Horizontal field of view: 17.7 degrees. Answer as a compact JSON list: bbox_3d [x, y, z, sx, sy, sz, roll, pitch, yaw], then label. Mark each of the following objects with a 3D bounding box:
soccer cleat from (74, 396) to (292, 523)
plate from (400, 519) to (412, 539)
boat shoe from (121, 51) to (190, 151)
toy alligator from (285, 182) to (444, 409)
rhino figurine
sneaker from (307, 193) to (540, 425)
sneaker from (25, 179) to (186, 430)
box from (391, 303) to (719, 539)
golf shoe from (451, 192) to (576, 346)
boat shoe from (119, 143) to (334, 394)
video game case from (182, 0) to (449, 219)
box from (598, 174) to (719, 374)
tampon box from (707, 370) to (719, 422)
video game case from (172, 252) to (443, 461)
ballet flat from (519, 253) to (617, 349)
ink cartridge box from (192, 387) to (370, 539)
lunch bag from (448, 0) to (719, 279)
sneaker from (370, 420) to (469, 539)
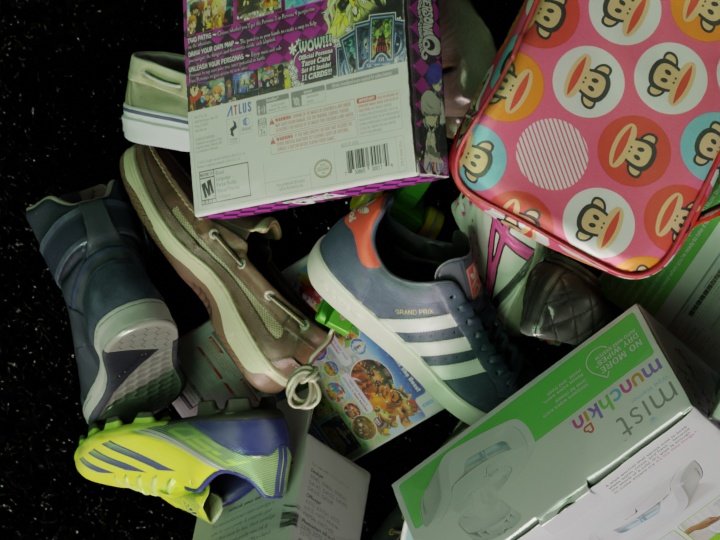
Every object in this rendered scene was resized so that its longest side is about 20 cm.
[{"bbox_3d":[-0.130,0.139,1.630,0.200,0.065,0.084,-13,81,40],"label":"soccer cleat"},{"bbox_3d":[0.120,0.184,1.582,0.200,0.026,0.201,-4,107,-14],"label":"plate"},{"bbox_3d":[-0.077,-0.111,1.563,0.200,0.072,0.062,6,110,24],"label":"boat shoe"},{"bbox_3d":[0.000,0.000,1.561,0.059,0.054,0.200,28,96,-11],"label":"toy alligator"},{"bbox_3d":[0.032,-0.181,1.483,0.087,0.060,0.200,-22,92,40],"label":"rhino figurine"},{"bbox_3d":[0.064,0.029,1.494,0.200,0.075,0.085,37,121,-10],"label":"sneaker"},{"bbox_3d":[-0.183,0.022,1.654,0.146,0.077,0.202,63,160,22],"label":"sneaker"},{"bbox_3d":[0.154,0.145,1.457,0.200,0.097,0.176,-38,136,16],"label":"box"},{"bbox_3d":[0.098,-0.046,1.507,0.092,0.073,0.201,11,117,21],"label":"golf shoe"},{"bbox_3d":[-0.087,-0.016,1.609,0.075,0.075,0.203,-36,82,14],"label":"boat shoe"},{"bbox_3d":[-0.033,-0.134,1.465,0.200,0.036,0.182,-10,82,42],"label":"video game case"},{"bbox_3d":[0.267,0.010,1.477,0.200,0.036,0.144,35,123,6],"label":"box"},{"bbox_3d":[0.295,0.001,1.351,0.126,0.150,0.201,18,100,10],"label":"tampon box"},{"bbox_3d":[-0.046,0.079,1.666,0.200,0.018,0.143,-32,96,33],"label":"video game case"},{"bbox_3d":[0.148,0.053,1.487,0.066,0.057,0.200,25,167,38],"label":"ballet flat"},{"bbox_3d":[-0.060,0.194,1.623,0.067,0.200,0.116,35,137,-29],"label":"ink cartridge box"},{"bbox_3d":[0.165,-0.100,1.401,0.176,0.082,0.200,28,93,-1],"label":"lunch bag"},{"bbox_3d":[0.060,0.176,1.607,0.075,0.106,0.200,38,124,4],"label":"sneaker"}]
